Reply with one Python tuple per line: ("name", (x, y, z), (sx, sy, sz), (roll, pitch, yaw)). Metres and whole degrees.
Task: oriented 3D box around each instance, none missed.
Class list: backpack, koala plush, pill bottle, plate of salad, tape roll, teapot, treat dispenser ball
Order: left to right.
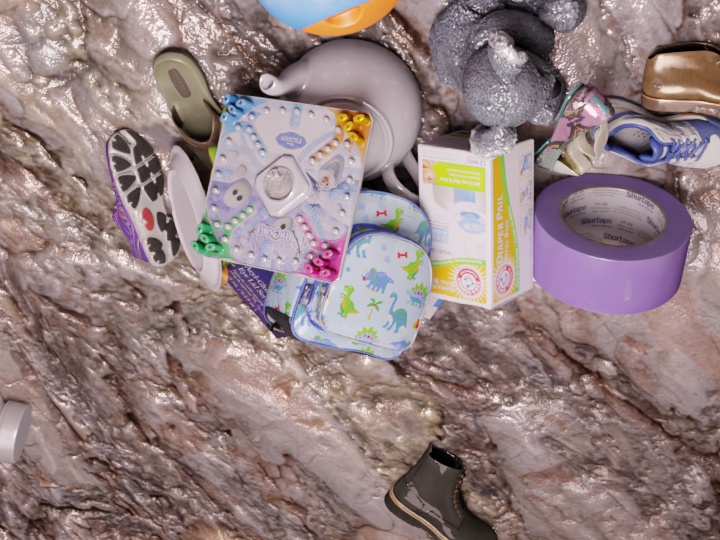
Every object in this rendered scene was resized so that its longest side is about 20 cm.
("pill bottle", (-0.629, 0.236, 1.969), (0.200, 0.114, 0.114), (12, 126, -2))
("plate of salad", (-0.211, -0.071, 1.664), (0.048, 0.200, 0.200), (-17, 128, -18))
("treat dispenser ball", (-0.035, -0.366, 1.406), (0.201, 0.201, 0.201), (3, 126, 4))
("teapot", (-0.013, -0.181, 1.573), (0.200, 0.146, 0.198), (0, 126, 6))
("backpack", (0.000, 0.000, 1.524), (0.183, 0.147, 0.200), (16, 88, -32))
("koala plush", (0.167, -0.232, 1.480), (0.184, 0.200, 0.178), (9, 127, 0))
("tape roll", (0.318, -0.037, 1.604), (0.200, 0.200, 0.085), (4, 127, 4))

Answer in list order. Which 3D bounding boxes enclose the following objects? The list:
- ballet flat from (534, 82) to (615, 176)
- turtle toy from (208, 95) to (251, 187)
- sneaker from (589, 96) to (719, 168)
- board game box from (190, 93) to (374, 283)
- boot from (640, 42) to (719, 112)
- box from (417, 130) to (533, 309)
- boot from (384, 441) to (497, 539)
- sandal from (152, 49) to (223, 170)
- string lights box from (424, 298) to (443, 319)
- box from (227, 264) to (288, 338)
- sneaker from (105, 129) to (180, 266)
("ballet flat", (0.265, -0.160, 1.547), (0.071, 0.069, 0.200), (46, 161, 9))
("turtle toy", (-0.132, -0.121, 1.589), (0.101, 0.146, 0.200), (-24, 97, 0))
("sneaker", (0.383, -0.156, 1.580), (0.200, 0.088, 0.075), (10, 125, -2))
("board game box", (-0.095, -0.100, 1.463), (0.200, 0.026, 0.200), (12, 88, 26))
("boot", (0.446, -0.237, 1.529), (0.200, 0.074, 0.076), (1, 116, 9))
("box", (0.146, -0.065, 1.571), (0.112, 0.101, 0.200), (13, 113, 37))
("boot", (0.157, 0.368, 2.000), (0.200, 0.077, 0.138), (26, 120, -13))
("sandal", (-0.213, -0.194, 1.639), (0.080, 0.057, 0.201), (-21, 124, 21))
("string lights box", (0.103, -0.036, 1.718), (0.103, 0.059, 0.200), (27, 124, -12))
("box", (-0.069, -0.005, 1.693), (0.200, 0.104, 0.148), (-14, 125, 43))
("sneaker", (-0.317, -0.095, 1.717), (0.083, 0.081, 0.200), (8, 121, 35))
